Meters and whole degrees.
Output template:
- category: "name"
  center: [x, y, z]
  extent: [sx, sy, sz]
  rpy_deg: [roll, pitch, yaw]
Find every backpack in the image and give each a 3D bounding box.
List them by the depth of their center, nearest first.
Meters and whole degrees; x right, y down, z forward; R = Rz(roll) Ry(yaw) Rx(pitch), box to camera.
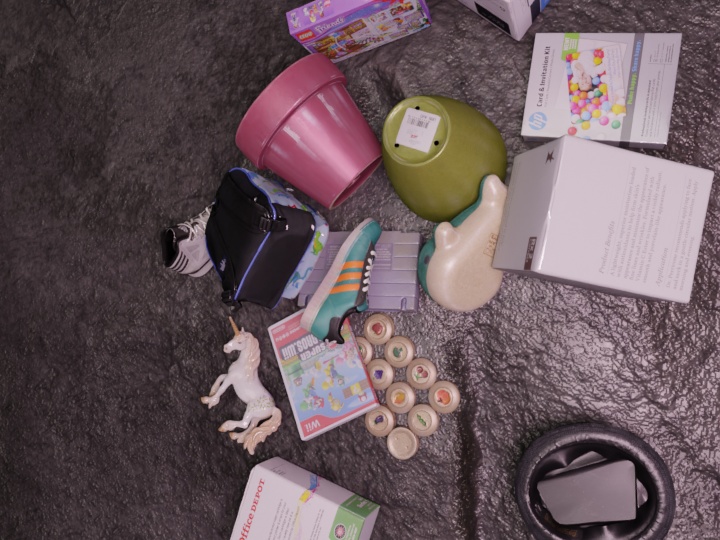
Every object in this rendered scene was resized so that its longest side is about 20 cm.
- category: "backpack"
  center: [-0.158, -0.055, 1.018]
  extent: [0.200, 0.146, 0.184]
  rpy_deg: [47, 116, 44]

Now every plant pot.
- category: "plant pot"
  center: [0.104, -0.175, 0.918]
  extent: [0.186, 0.200, 0.189]
  rpy_deg: [-2, 85, 20]
- category: "plant pot"
  center: [-0.064, -0.203, 1.000]
  extent: [0.179, 0.200, 0.200]
  rpy_deg: [45, 102, 1]

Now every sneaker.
- category: "sneaker"
  center: [-0.010, 0.019, 0.972]
  extent: [0.080, 0.071, 0.201]
  rpy_deg: [29, 86, 12]
- category: "sneaker"
  center: [-0.265, -0.073, 1.093]
  extent: [0.076, 0.115, 0.201]
  rpy_deg: [42, 100, 18]

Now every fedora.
- category: "fedora"
  center: [0.314, 0.293, 0.863]
  extent: [0.199, 0.092, 0.203]
  rpy_deg: [-2, 86, 20]

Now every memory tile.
- category: "memory tile"
  center: [0.047, 0.183, 1.011]
  extent: [0.200, 0.017, 0.153]
  rpy_deg: [45, 102, 17]

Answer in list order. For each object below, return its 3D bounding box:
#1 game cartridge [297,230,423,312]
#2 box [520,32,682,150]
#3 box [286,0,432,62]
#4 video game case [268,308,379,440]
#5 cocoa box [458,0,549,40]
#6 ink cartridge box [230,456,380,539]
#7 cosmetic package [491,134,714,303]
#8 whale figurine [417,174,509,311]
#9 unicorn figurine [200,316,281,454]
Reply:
- category: "game cartridge"
  center: [0.000, 0.000, 1.023]
  extent: [0.198, 0.038, 0.131]
  rpy_deg: [1, 72, 20]
- category: "box"
  center: [0.344, -0.261, 0.920]
  extent: [0.198, 0.041, 0.157]
  rpy_deg: [9, 89, 22]
- category: "box"
  center: [0.001, -0.397, 1.006]
  extent: [0.198, 0.137, 0.039]
  rpy_deg: [-14, 81, 18]
- category: "video game case"
  center: [-0.064, 0.154, 1.035]
  extent: [0.142, 0.017, 0.201]
  rpy_deg: [-28, 67, 16]
- category: "cocoa box"
  center: [0.193, -0.469, 0.941]
  extent: [0.200, 0.133, 0.132]
  rpy_deg: [42, 99, 18]
- category: "ink cartridge box"
  center: [-0.089, 0.406, 1.009]
  extent: [0.199, 0.084, 0.146]
  rpy_deg: [19, 93, 20]
- category: "cosmetic package"
  center: [0.301, -0.060, 0.819]
  extent: [0.198, 0.165, 0.166]
  rpy_deg: [12, 89, -7]
- category: "whale figurine"
  center: [0.157, -0.042, 0.931]
  extent: [0.104, 0.158, 0.201]
  rpy_deg: [33, 103, 54]
- category: "unicorn figurine"
  center: [-0.202, 0.196, 1.081]
  extent: [0.137, 0.074, 0.200]
  rpy_deg: [-39, 88, 4]
